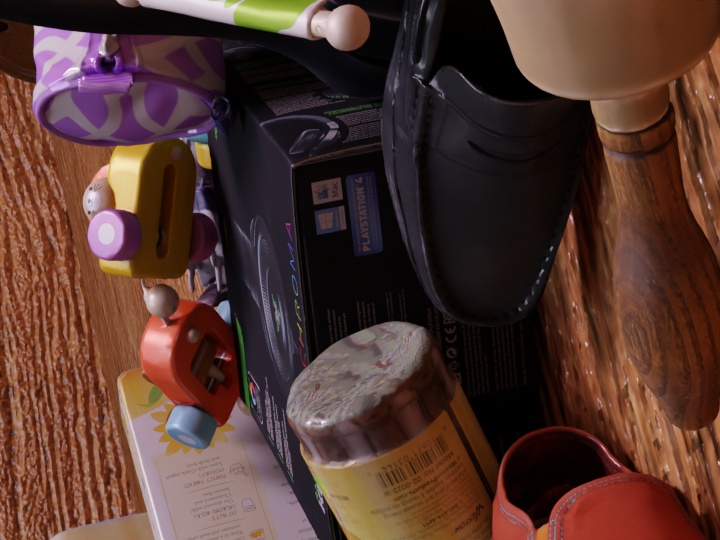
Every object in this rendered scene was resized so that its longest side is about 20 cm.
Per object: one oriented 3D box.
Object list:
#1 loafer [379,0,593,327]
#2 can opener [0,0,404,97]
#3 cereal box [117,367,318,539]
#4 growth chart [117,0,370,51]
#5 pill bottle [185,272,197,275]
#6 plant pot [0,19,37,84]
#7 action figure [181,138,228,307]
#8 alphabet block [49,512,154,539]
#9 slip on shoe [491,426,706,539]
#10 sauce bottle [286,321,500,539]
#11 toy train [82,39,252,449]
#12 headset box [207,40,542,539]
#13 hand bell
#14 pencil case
[{"bbox_3d":[0.043,-0.063,0.647,0.071,0.067,0.202,-106,14,-57],"label":"loafer"},{"bbox_3d":[-0.048,-0.108,0.737,0.079,0.198,0.064,124,150,-60],"label":"can opener"},{"bbox_3d":[-0.026,0.120,0.956,0.040,0.142,0.201,93,162,-49],"label":"cereal box"},{"bbox_3d":[-0.017,-0.165,0.644,0.144,0.018,0.202,10,78,46],"label":"growth chart"},{"bbox_3d":[-0.089,-0.101,1.128,0.106,0.105,0.202,-179,78,-77],"label":"pill bottle"},{"bbox_3d":[-0.148,-0.193,0.957,0.187,0.184,0.201,95,167,-52],"label":"plant pot"},{"bbox_3d":[-0.071,-0.084,1.034,0.069,0.129,0.202,-16,-86,-61],"label":"action figure"},{"bbox_3d":[-0.046,0.247,1.044,0.200,0.194,0.197,-121,22,-57],"label":"alphabet block"},{"bbox_3d":[0.081,0.097,0.628,0.200,0.073,0.062,-131,35,-76],"label":"slip on shoe"},{"bbox_3d":[0.038,0.116,0.753,0.201,0.064,0.065,65,174,-22],"label":"sauce bottle"},{"bbox_3d":[-0.076,-0.029,0.944,0.150,0.055,0.202,46,-121,-52],"label":"toy train"},{"bbox_3d":[0.000,0.000,0.846,0.200,0.092,0.176,-127,29,-65],"label":"headset box"},{"bbox_3d":[0.074,-0.034,0.544,0.104,0.103,0.201,-118,10,-53],"label":"hand bell"},{"bbox_3d":[-0.099,-0.149,0.828,0.086,0.083,0.202,46,-143,-69],"label":"pencil case"}]
